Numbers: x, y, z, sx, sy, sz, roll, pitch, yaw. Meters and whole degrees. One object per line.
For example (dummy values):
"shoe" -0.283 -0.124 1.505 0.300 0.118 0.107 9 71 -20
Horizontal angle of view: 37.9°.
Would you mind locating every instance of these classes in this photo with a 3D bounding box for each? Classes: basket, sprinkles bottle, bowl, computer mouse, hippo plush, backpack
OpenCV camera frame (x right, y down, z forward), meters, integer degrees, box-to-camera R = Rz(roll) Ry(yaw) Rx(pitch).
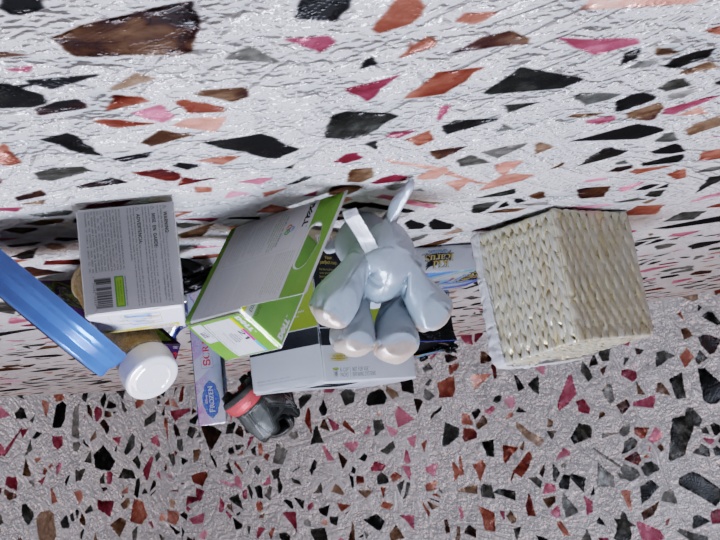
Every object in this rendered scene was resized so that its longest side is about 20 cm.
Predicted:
"basket" 0.289 0.027 1.500 0.196 0.204 0.160 -1 167 -40
"sprinkles bottle" -0.293 0.068 1.292 0.067 0.200 0.069 -22 138 -22
"bowl" -0.344 0.043 1.149 0.040 0.200 0.201 -51 170 -12
"computer mouse" -0.226 -0.009 1.357 0.139 0.047 0.198 -29 -166 -37
"hippo plush" 0.000 0.000 1.226 0.157 0.203 0.161 -25 -158 -9
"backpack" 0.070 0.114 2.079 0.196 0.137 0.182 -5 171 -21

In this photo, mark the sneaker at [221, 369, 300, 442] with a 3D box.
"sneaker" -0.126 0.179 1.459 0.071 0.098 0.200 -37 -176 14

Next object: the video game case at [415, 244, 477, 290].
"video game case" 0.116 0.000 1.688 0.178 0.046 0.200 -6 171 -17

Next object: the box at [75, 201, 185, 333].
"box" -0.247 0.002 1.151 0.099 0.115 0.200 -6 172 -10

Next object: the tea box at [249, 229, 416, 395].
"tea box" -0.042 0.058 1.410 0.132 0.201 0.198 -13 169 38

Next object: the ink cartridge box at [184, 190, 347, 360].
"ink cartridge box" -0.087 0.009 1.179 0.198 0.149 0.076 -14 132 41

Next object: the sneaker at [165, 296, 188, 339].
"sneaker" -0.319 0.072 1.628 0.196 0.090 0.075 -6 173 -2

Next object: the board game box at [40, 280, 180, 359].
"board game box" -0.343 0.066 1.410 0.119 0.033 0.199 8 -161 -47

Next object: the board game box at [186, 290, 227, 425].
"board game box" -0.218 0.109 1.503 0.040 0.204 0.200 -5 178 -6
